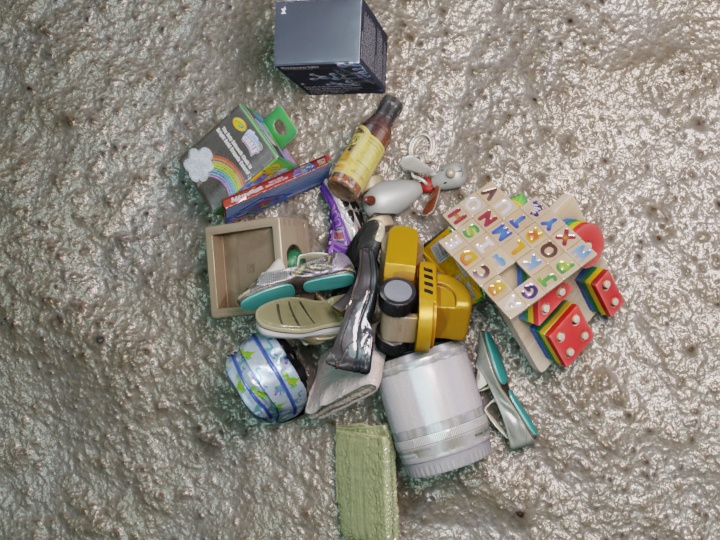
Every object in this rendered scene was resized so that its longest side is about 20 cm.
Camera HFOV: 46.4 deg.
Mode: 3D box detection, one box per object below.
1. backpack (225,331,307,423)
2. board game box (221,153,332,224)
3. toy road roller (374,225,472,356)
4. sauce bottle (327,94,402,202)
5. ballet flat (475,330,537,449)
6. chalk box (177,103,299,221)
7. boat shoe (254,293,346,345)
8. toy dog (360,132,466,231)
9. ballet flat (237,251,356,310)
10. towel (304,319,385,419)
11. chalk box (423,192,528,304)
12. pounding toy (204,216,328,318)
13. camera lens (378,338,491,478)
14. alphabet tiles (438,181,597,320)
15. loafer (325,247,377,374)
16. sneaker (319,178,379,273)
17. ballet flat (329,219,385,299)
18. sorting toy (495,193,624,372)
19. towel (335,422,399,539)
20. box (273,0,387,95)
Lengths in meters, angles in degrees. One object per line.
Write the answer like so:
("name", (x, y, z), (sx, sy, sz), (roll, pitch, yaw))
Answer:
("backpack", (-0.153, 0.176, 1.404), (0.152, 0.200, 0.165), (-24, 82, -25))
("board game box", (-0.144, -0.138, 1.447), (0.197, 0.103, 0.020), (-25, 80, -13))
("toy road roller", (0.099, 0.037, 1.318), (0.143, 0.124, 0.202), (4, 45, 0))
("sauce bottle", (0.012, -0.212, 1.436), (0.065, 0.066, 0.202), (22, 65, 14))
("ballet flat", (0.225, 0.201, 1.395), (0.063, 0.067, 0.203), (-28, 81, 19))
("chalk box", (-0.196, -0.203, 1.490), (0.199, 0.124, 0.126), (-38, 79, 9))
("boat shoe", (-0.078, 0.088, 1.356), (0.069, 0.197, 0.075), (111, 146, -40))
("toy dog", (0.075, -0.140, 1.430), (0.199, 0.096, 0.132), (-41, 79, 9))
("ballet flat", (-0.107, 0.010, 1.366), (0.197, 0.072, 0.073), (-14, 84, -8))
("towel", (-0.023, 0.165, 1.394), (0.034, 0.134, 0.199), (32, 139, -22))
("chalk box", (0.221, -0.034, 1.355), (0.198, 0.124, 0.125), (-23, 84, -24))
("pounding toy", (-0.147, 0.008, 1.475), (0.197, 0.142, 0.188), (-6, 87, 26))
("camera lens", (0.117, 0.217, 1.371), (0.157, 0.160, 0.204), (-18, 83, 13))
("alphabet tiles", (0.219, -0.043, 1.238), (0.166, 0.008, 0.200), (-34, 61, -12))
("loafer", (-0.011, 0.057, 1.308), (0.071, 0.073, 0.204), (5, 67, 3))
("sneaker", (-0.035, -0.062, 1.467), (0.082, 0.080, 0.203), (-22, 83, 18))
("ballet flat", (0.000, 0.000, 1.415), (0.056, 0.067, 0.202), (9, 122, -25))
("sorting toy", (0.311, 0.026, 1.287), (0.200, 0.069, 0.200), (-43, 119, -16))
("towel", (0.011, 0.361, 1.425), (0.147, 0.036, 0.204), (-10, 82, 51))
("box", (-0.045, -0.373, 1.418), (0.146, 0.200, 0.109), (2, 88, 15))
